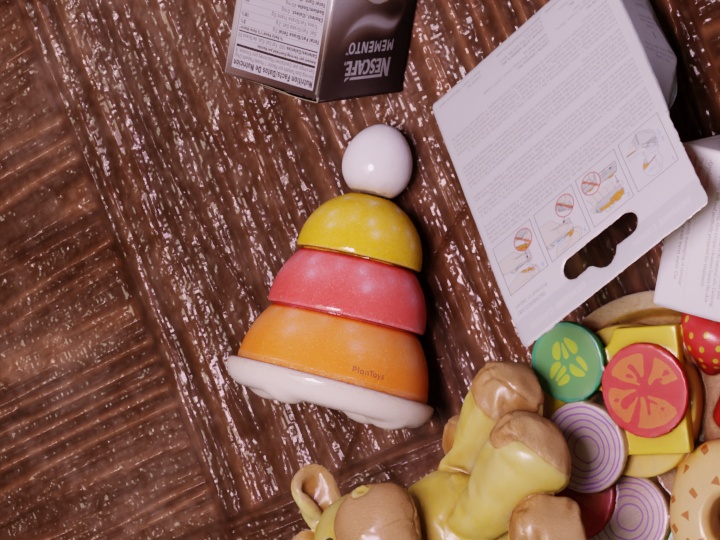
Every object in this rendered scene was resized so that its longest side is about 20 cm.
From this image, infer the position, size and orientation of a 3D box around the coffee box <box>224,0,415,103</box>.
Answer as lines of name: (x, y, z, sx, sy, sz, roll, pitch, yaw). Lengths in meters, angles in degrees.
coffee box: (-0.015, -0.220, 1.478, 0.079, 0.113, 0.202, 18, 108, 28)

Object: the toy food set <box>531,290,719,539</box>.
toy food set: (0.196, 0.114, 1.441, 0.197, 0.049, 0.202, -6, 95, 32)

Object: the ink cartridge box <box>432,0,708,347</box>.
ink cartridge box: (0.140, -0.072, 1.402, 0.162, 0.050, 0.201, -40, 53, 30)

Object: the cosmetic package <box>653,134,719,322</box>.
cosmetic package: (0.288, -0.009, 1.344, 0.199, 0.085, 0.109, 17, 106, 28)

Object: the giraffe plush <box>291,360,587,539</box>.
giraffe plush: (0.041, 0.169, 1.441, 0.173, 0.161, 0.201, -110, 19, -44)

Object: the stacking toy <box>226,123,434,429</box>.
stacking toy: (0.000, 0.000, 1.519, 0.145, 0.146, 0.202, 13, 85, 29)
